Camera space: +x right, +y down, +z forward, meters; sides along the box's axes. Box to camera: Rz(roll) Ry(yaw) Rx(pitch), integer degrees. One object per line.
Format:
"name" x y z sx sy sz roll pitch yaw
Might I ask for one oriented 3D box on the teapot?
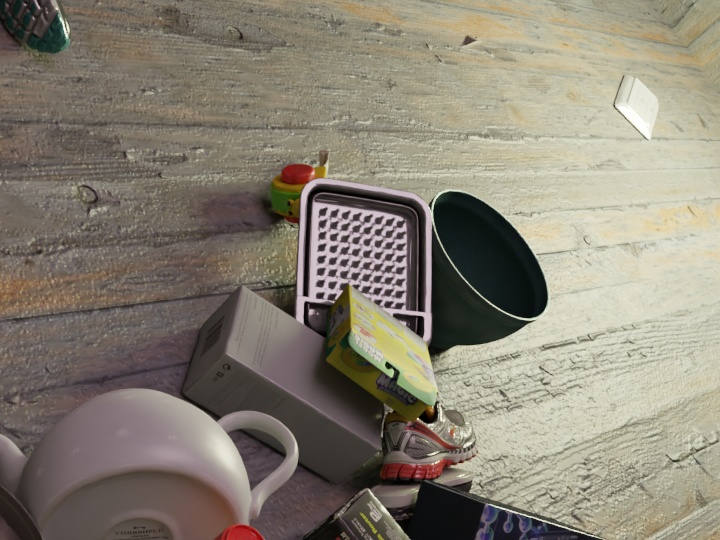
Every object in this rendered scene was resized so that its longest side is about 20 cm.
"teapot" -0.181 0.167 1.001 0.200 0.197 0.146 40 19 -33

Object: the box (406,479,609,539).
"box" 0.142 0.312 1.224 0.199 0.107 0.149 22 82 -33

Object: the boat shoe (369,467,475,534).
"boat shoe" 0.069 0.250 1.308 0.200 0.073 0.061 -4 93 -66

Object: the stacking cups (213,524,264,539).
"stacking cups" -0.138 0.254 0.934 0.060 0.200 0.061 31 33 -23

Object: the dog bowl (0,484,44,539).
"dog bowl" -0.318 0.231 0.857 0.199 0.059 0.201 20 47 -23

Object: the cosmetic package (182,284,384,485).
"cosmetic package" -0.073 0.120 1.268 0.200 0.081 0.113 36 33 -19

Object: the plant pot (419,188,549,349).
"plant pot" 0.122 0.016 1.555 0.200 0.134 0.201 31 36 -25

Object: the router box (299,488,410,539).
"router box" 0.008 0.316 1.085 0.200 0.150 0.062 50 30 5

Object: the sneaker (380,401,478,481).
"sneaker" 0.079 0.175 1.342 0.200 0.077 0.083 -8 94 -70

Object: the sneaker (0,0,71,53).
"sneaker" -0.381 -0.335 1.405 0.201 0.078 0.091 55 29 9

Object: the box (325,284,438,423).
"box" 0.021 0.088 1.289 0.117 0.048 0.200 37 9 -9

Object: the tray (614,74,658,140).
"tray" 0.596 -0.355 2.610 0.107 0.022 0.200 44 32 -7

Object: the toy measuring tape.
"toy measuring tape" -0.076 -0.110 1.536 0.073 0.074 0.200 38 20 -14

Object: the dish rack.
"dish rack" 0.000 0.000 1.432 0.170 0.044 0.202 8 74 -20
